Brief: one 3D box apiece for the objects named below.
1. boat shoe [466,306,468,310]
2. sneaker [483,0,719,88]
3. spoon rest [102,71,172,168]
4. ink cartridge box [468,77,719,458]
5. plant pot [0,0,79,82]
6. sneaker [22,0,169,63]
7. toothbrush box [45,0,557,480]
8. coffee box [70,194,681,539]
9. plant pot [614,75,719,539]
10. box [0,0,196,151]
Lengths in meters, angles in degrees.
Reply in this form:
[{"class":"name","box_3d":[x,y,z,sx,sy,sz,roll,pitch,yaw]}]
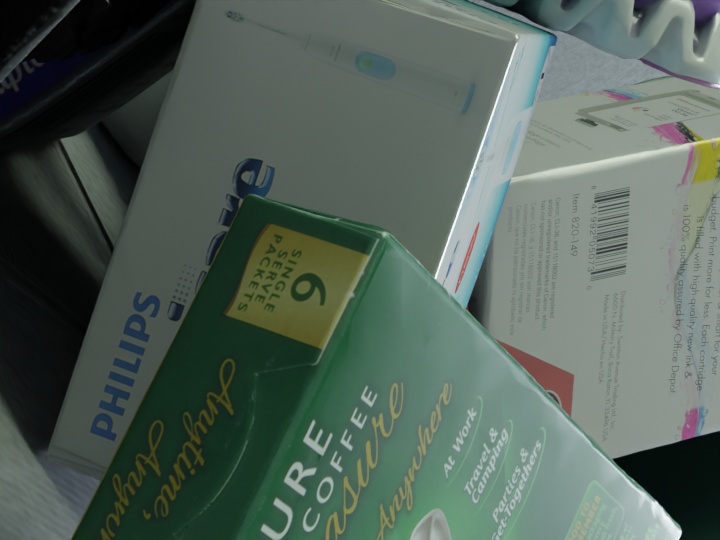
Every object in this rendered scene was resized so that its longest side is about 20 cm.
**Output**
[{"class":"boat shoe","box_3d":[-0.003,0.000,0.956,0.063,0.074,0.202,-1,84,-88]},{"class":"sneaker","box_3d":[0.041,-0.126,0.873,0.200,0.089,0.080,18,9,-27]},{"class":"spoon rest","box_3d":[-0.059,-0.049,1.040,0.099,0.061,0.200,52,10,-31]},{"class":"ink cartridge box","box_3d":[0.108,-0.004,1.044,0.067,0.200,0.117,31,-55,51]},{"class":"plant pot","box_3d":[-0.138,-0.119,0.436,0.177,0.200,0.200,48,5,19]},{"class":"sneaker","box_3d":[-0.097,-0.097,0.713,0.088,0.076,0.200,51,39,7]},{"class":"toothbrush box","box_3d":[-0.010,-0.013,0.819,0.085,0.147,0.200,20,6,6]},{"class":"coffee box","box_3d":[0.006,0.077,0.702,0.044,0.123,0.200,19,-13,33]},{"class":"plant pot","box_3d":[0.097,0.028,1.187,0.201,0.201,0.161,53,-24,-15]},{"class":"box","box_3d":[-0.123,-0.145,0.889,0.200,0.105,0.184,55,7,-1]}]
